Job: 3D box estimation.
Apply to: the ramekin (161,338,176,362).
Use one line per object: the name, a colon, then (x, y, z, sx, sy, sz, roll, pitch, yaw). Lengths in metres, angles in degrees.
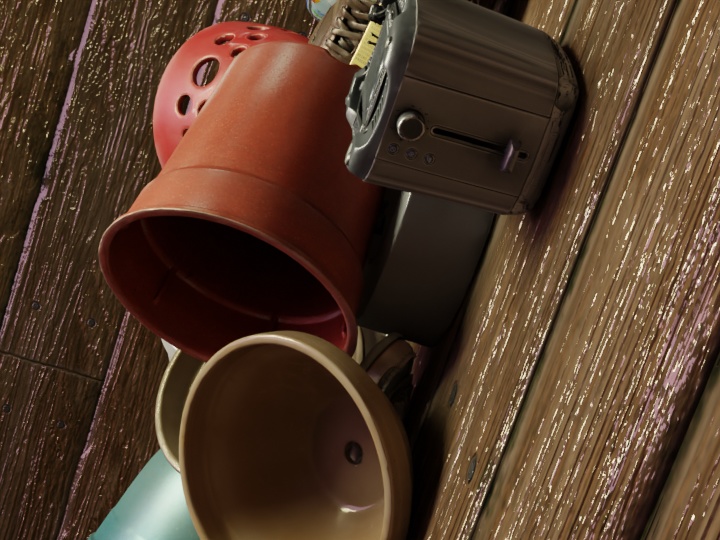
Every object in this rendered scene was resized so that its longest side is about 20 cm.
ramekin: (-0.103, 0.075, 1.638, 0.201, 0.199, 0.105, -81, -6, -49)

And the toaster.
toaster: (0.063, -0.115, 1.055, 0.200, 0.128, 0.114, -92, 21, -67)

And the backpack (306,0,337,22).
backpack: (0.030, -0.285, 1.497, 0.200, 0.182, 0.148, 136, 152, -88)

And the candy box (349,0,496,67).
candy box: (0.061, -0.213, 1.325, 0.201, 0.056, 0.117, -61, -18, 13)

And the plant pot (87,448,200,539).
plant pot: (-0.106, 0.211, 1.420, 0.189, 0.200, 0.200, -57, 7, -2)

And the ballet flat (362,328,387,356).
ballet flat: (0.008, 0.025, 1.406, 0.070, 0.069, 0.201, 117, 168, -54)

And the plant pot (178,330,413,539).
plant pot: (-0.029, 0.138, 1.153, 0.092, 0.201, 0.202, -12, -50, -50)

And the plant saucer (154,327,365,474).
plant saucer: (-0.081, 0.098, 1.349, 0.029, 0.199, 0.201, 51, -139, -44)

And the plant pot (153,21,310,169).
plant pot: (-0.080, -0.147, 1.635, 0.182, 0.200, 0.202, 13, 85, 42)

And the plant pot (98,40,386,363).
plant pot: (-0.066, -0.054, 1.211, 0.201, 0.200, 0.196, 118, 175, -57)

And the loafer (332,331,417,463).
loafer: (0.007, 0.133, 1.244, 0.072, 0.063, 0.201, -31, -25, -47)

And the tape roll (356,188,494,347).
tape roll: (0.052, -0.046, 1.238, 0.200, 0.066, 0.201, -164, 90, -83)

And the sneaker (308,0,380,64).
sneaker: (0.003, -0.225, 1.353, 0.201, 0.070, 0.076, -59, -13, -4)
